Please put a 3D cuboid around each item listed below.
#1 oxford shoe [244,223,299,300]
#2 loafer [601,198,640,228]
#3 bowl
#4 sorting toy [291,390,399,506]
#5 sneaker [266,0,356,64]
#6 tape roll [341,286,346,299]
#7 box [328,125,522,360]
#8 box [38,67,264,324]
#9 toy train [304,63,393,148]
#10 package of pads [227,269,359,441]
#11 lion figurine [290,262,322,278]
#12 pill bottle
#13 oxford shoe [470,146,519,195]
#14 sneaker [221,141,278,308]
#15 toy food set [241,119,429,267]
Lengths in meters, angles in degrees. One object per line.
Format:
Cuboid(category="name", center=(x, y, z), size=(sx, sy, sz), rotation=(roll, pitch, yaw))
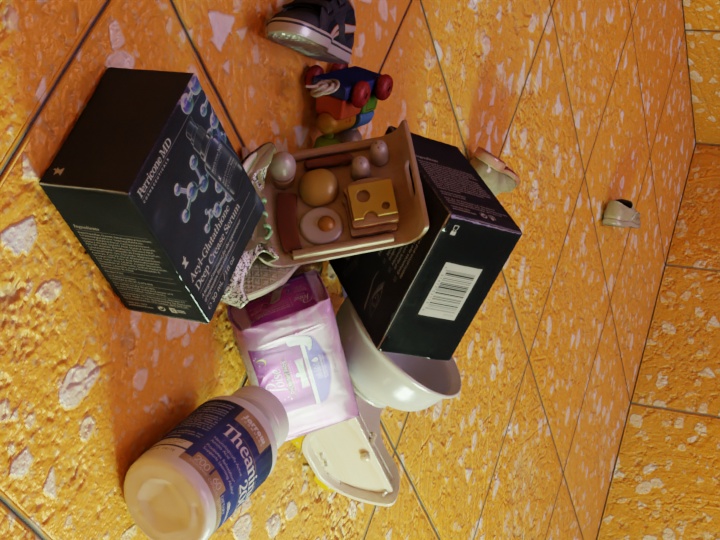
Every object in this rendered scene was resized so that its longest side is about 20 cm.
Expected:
Cuboid(category="oxford shoe", center=(-0.102, -0.018, 1.441), size=(0.200, 0.075, 0.058), rotation=(-41, 172, -36))
Cuboid(category="loafer", center=(0.661, -0.144, 3.096), size=(0.199, 0.075, 0.069), rotation=(-9, 110, -64))
Cuboid(category="bowl", center=(0.031, 0.111, 1.599), size=(0.090, 0.202, 0.200), rotation=(-43, 165, 20))
Cuboid(category="sorting toy", center=(-0.012, 0.191, 1.691), size=(0.201, 0.105, 0.182), rotation=(66, 29, -42))
Cuboid(category="sneaker", center=(-0.057, -0.300, 1.476), size=(0.200, 0.077, 0.081), rotation=(-7, 108, -76))
Cuboid(category="tape roll", center=(0.042, -0.021, 1.780), size=(0.200, 0.065, 0.204), rotation=(-30, 124, -60))
Cuboid(category="box", center=(0.071, -0.033, 1.510), size=(0.116, 0.201, 0.198), rotation=(11, 121, -32))
Cuboid(category="box", center=(-0.194, -0.071, 1.196), size=(0.150, 0.105, 0.201), rotation=(-67, 150, -30))
Cuboid(category="toy train", center=(-0.038, -0.191, 1.554), size=(0.200, 0.084, 0.117), rotation=(-31, 137, -60))
Cuboid(category="package of pads", center=(-0.079, 0.108, 1.479), size=(0.076, 0.119, 0.202), rotation=(-118, -169, -52))
Cuboid(category="lion figurine", center=(-0.067, 0.036, 1.563), size=(0.123, 0.071, 0.202), rotation=(-93, -175, -49))
Cuboid(category="pill bottle", center=(-0.158, 0.206, 1.342), size=(0.200, 0.109, 0.113), rotation=(-40, 132, -56))
Cuboid(category="oxford shoe", center=(0.225, -0.161, 2.167), size=(0.074, 0.070, 0.200), rotation=(-57, 156, 5))
Cuboid(category="sneaker", center=(-0.126, -0.045, 1.355), size=(0.088, 0.077, 0.202), rotation=(29, 70, -17))
Cuboid(category="toy food set", center=(-0.029, -0.093, 1.411), size=(0.061, 0.197, 0.146), rotation=(87, -8, -66))
